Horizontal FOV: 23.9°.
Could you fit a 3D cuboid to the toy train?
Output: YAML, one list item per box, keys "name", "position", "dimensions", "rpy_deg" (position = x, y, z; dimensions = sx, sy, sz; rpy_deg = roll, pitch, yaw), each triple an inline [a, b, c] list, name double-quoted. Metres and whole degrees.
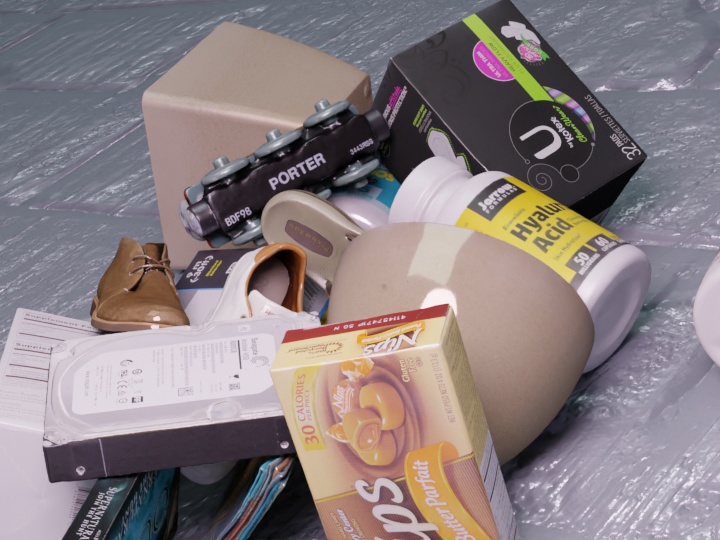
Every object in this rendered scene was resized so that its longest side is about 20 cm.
- name: "toy train"
  position: [-0.069, -0.083, 1.499]
  dimensions: [0.200, 0.085, 0.114]
  rpy_deg: [-30, 7, -16]

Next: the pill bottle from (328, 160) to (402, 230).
- name: "pill bottle"
  position: [0.021, -0.055, 1.602]
  dimensions: [0.110, 0.111, 0.200]
  rpy_deg: [-5, 27, 26]

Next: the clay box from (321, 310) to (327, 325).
- name: "clay box"
  position: [0.022, 0.049, 1.458]
  dimensions: [0.199, 0.048, 0.115]
  rpy_deg: [-1, 32, 31]

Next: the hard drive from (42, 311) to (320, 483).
- name: "hard drive"
  position: [-0.119, 0.085, 1.194]
  dimensions: [0.199, 0.038, 0.140]
  rpy_deg: [-6, 28, -4]

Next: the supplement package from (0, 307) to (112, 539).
- name: "supplement package"
  position: [-0.234, 0.126, 1.317]
  dimensions: [0.109, 0.114, 0.200]
  rpy_deg: [12, 22, -8]

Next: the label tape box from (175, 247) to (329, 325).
- name: "label tape box"
  position: [-0.136, 0.054, 1.456]
  dimensions: [0.200, 0.063, 0.144]
  rpy_deg: [-2, 47, 45]

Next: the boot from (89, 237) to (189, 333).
- name: "boot"
  position: [-0.177, 0.015, 1.373]
  dimensions: [0.073, 0.076, 0.200]
  rpy_deg: [13, 4, -20]

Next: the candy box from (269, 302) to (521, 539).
- name: "candy box"
  position: [0.027, 0.127, 1.109]
  dimensions: [0.115, 0.200, 0.055]
  rpy_deg: [-9, 27, 18]

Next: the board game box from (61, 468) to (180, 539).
- name: "board game box"
  position: [-0.166, 0.188, 1.193]
  dimensions: [0.028, 0.136, 0.200]
  rpy_deg: [11, 31, 8]

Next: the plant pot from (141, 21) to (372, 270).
- name: "plant pot"
  position: [-0.087, -0.121, 1.739]
  dimensions: [0.177, 0.201, 0.200]
  rpy_deg: [8, 32, 21]

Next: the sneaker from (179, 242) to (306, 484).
- name: "sneaker"
  position: [-0.092, 0.064, 1.307]
  dimensions: [0.085, 0.073, 0.201]
  rpy_deg: [-31, 39, 59]

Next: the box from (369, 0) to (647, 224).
- name: "box"
  position: [0.124, -0.113, 1.521]
  dimensions: [0.148, 0.200, 0.124]
  rpy_deg: [-31, -16, -29]

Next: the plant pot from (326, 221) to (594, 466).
- name: "plant pot"
  position: [0.058, 0.079, 1.237]
  dimensions: [0.200, 0.200, 0.135]
  rpy_deg: [-1, 52, 32]

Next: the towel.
- name: "towel"
  position: [-0.074, 0.141, 1.257]
  dimensions: [0.147, 0.022, 0.200]
  rpy_deg: [-56, 7, 29]

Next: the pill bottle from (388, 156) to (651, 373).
- name: "pill bottle"
  position: [0.122, -0.011, 1.364]
  dimensions: [0.200, 0.112, 0.111]
  rpy_deg: [32, 49, 28]

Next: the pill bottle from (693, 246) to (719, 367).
- name: "pill bottle"
  position: [0.332, -0.007, 1.294]
  dimensions: [0.113, 0.114, 0.200]
  rpy_deg: [-3, 29, 29]

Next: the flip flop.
- name: "flip flop"
  position: [0.000, 0.000, 1.344]
  dimensions: [0.200, 0.081, 0.058]
  rpy_deg: [31, 24, 17]
